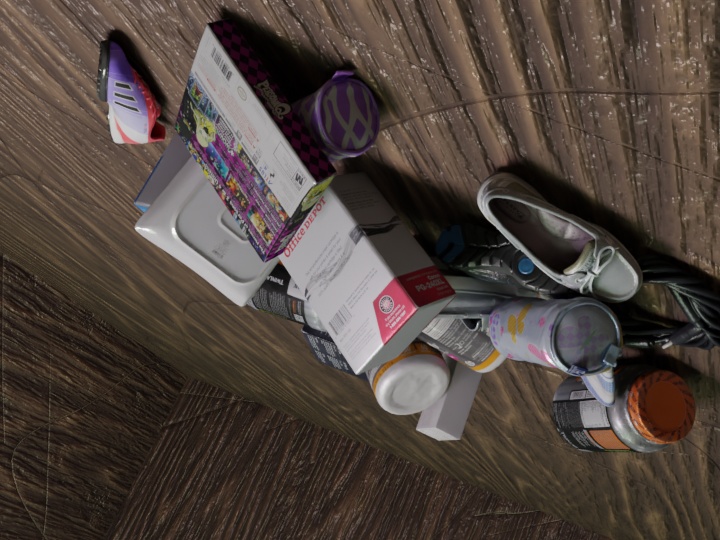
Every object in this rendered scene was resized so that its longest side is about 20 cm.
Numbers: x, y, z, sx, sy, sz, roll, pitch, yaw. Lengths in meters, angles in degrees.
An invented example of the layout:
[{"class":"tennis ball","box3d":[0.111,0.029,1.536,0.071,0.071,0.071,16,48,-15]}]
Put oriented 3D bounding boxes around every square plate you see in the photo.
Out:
[{"class":"square plate","box3d":[-0.151,-0.074,0.965,0.200,0.199,0.028,42,175,-39]}]

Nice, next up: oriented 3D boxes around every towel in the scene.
[{"class":"towel","box3d":[0.281,0.088,0.983,0.147,0.024,0.200,59,180,35]}]

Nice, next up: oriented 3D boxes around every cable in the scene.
[{"class":"cable","box3d":[0.342,0.046,0.873,0.162,0.051,0.200,15,157,34]}]

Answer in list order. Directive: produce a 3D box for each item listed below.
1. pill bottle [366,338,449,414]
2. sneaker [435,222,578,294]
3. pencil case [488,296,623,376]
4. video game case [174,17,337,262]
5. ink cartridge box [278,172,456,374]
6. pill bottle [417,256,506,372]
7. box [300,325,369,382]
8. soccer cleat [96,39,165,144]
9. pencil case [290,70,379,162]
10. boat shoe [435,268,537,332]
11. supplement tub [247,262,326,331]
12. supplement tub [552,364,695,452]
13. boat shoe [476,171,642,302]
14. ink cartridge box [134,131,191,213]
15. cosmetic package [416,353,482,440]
[{"class":"pill bottle","box3d":[0.052,0.114,1.169,0.116,0.116,0.201,43,-165,-41]},{"class":"sneaker","box3d":[0.191,-0.015,0.904,0.199,0.074,0.082,17,177,38]},{"class":"pencil case","box3d":[0.221,0.072,0.873,0.090,0.084,0.200,16,176,-11]},{"class":"video game case","box3d":[-0.122,-0.132,0.811,0.201,0.036,0.181,55,146,9]},{"class":"ink cartridge box","box3d":[0.000,0.000,0.924,0.201,0.083,0.145,55,132,18]},{"class":"pill bottle","box3d":[0.121,0.052,1.068,0.199,0.117,0.116,30,160,-13]},{"class":"box","box3d":[0.001,0.136,1.458,0.181,0.105,0.200,22,161,14]},{"class":"soccer cleat","box3d":[-0.294,-0.226,0.969,0.073,0.069,0.200,3,159,-9]},{"class":"pencil case","box3d":[-0.062,-0.154,0.827,0.083,0.086,0.199,-7,-176,-37]},{"class":"boat shoe","box3d":[0.149,0.042,0.985,0.200,0.072,0.070,8,-171,-35]},{"class":"supplement tub","box3d":[-0.118,0.021,1.281,0.199,0.123,0.123,15,159,26]},{"class":"supplement tub","box3d":[0.383,0.204,1.104,0.122,0.123,0.200,29,161,-11]},{"class":"boat shoe","box3d":[0.208,-0.027,0.784,0.201,0.075,0.065,37,-159,-6]},{"class":"ink cartridge box","box3d":[-0.193,-0.091,1.046,0.084,0.145,0.200,11,156,36]},{"class":"cosmetic package","box3d":[0.156,0.166,1.194,0.050,0.201,0.083,27,161,-12]}]
